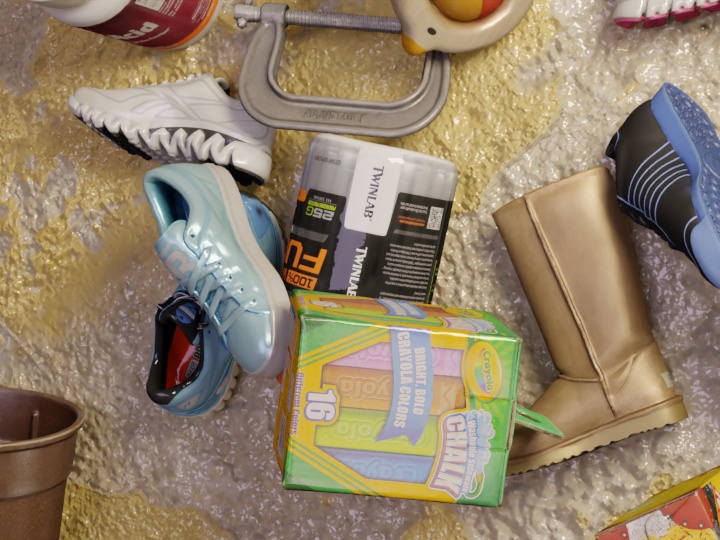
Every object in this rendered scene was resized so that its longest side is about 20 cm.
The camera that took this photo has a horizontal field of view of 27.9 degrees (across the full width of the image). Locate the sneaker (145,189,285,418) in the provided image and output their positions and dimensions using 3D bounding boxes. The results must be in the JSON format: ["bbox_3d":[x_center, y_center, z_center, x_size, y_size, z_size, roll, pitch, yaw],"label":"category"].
[{"bbox_3d":[-0.124,0.030,1.211,0.078,0.090,0.201,18,93,21],"label":"sneaker"}]

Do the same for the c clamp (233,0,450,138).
[{"bbox_3d":[-0.017,-0.184,1.177,0.199,0.027,0.171,12,64,14],"label":"c clamp"}]

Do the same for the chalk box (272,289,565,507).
[{"bbox_3d":[0.045,0.091,1.034,0.199,0.124,0.124,5,96,-7],"label":"chalk box"}]

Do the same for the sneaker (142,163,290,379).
[{"bbox_3d":[-0.121,0.000,1.128,0.074,0.082,0.200,-53,51,35],"label":"sneaker"}]

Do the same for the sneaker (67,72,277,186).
[{"bbox_3d":[-0.157,-0.132,1.244,0.199,0.075,0.081,16,82,19],"label":"sneaker"}]

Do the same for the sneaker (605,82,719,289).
[{"bbox_3d":[0.229,-0.047,1.041,0.078,0.070,0.200,-47,31,32],"label":"sneaker"}]

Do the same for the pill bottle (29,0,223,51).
[{"bbox_3d":[-0.202,-0.249,1.187,0.114,0.200,0.115,0,89,23],"label":"pill bottle"}]

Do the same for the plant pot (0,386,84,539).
[{"bbox_3d":[-0.344,0.219,1.254,0.200,0.200,0.199,8,100,22],"label":"plant pot"}]

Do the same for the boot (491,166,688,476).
[{"bbox_3d":[0.145,0.044,1.119,0.175,0.066,0.201,-21,81,12],"label":"boot"}]

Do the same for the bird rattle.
[{"bbox_3d":[0.082,-0.251,1.116,0.113,0.199,0.164,36,140,49],"label":"bird rattle"}]

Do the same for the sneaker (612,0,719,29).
[{"bbox_3d":[0.274,-0.240,1.059,0.199,0.074,0.088,-11,91,27],"label":"sneaker"}]

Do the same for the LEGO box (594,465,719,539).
[{"bbox_3d":[0.247,0.221,0.997,0.077,0.200,0.149,-29,79,20],"label":"LEGO box"}]

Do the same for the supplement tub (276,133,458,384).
[{"bbox_3d":[0.000,0.000,1.143,0.122,0.122,0.201,13,94,22],"label":"supplement tub"}]
